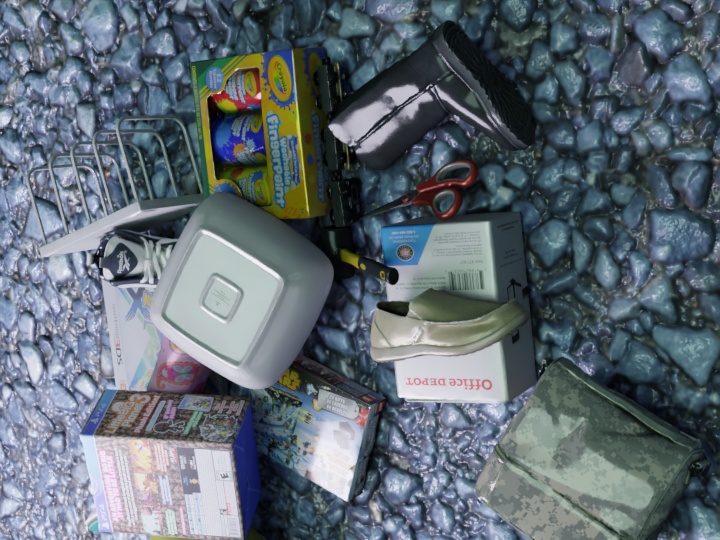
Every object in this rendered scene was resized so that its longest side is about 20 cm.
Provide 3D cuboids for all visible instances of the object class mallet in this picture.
[{"bbox_3d":[0.000,0.000,1.435,0.200,0.041,0.067,-142,47,-63],"label":"mallet"}]

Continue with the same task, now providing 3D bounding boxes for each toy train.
[{"bbox_3d":[-0.024,-0.154,1.475,0.034,0.046,0.203,1,101,42],"label":"toy train"}]

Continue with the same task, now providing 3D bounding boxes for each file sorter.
[{"bbox_3d":[-0.325,-0.112,1.631,0.199,0.138,0.126,-21,85,35],"label":"file sorter"}]

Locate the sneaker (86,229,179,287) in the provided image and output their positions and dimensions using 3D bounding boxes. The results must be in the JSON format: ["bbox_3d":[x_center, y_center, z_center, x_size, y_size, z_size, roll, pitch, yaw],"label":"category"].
[{"bbox_3d":[-0.269,-0.010,1.592,0.197,0.129,0.081,14,102,32],"label":"sneaker"}]

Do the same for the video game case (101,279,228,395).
[{"bbox_3d":[-0.272,0.088,1.702,0.198,0.022,0.185,-2,98,34],"label":"video game case"}]

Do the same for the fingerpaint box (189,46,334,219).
[{"bbox_3d":[-0.118,-0.165,1.519,0.165,0.073,0.203,1,100,34],"label":"fingerpaint box"}]

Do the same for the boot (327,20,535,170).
[{"bbox_3d":[0.077,-0.163,1.388,0.199,0.066,0.165,-33,99,39],"label":"boot"}]

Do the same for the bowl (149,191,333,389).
[{"bbox_3d":[-0.152,0.029,1.476,0.199,0.075,0.201,32,105,10],"label":"bowl"}]

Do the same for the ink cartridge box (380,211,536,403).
[{"bbox_3d":[0.111,0.041,1.395,0.145,0.084,0.203,-1,99,33],"label":"ink cartridge box"}]

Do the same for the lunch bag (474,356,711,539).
[{"bbox_3d":[0.246,0.206,1.302,0.199,0.139,0.169,34,117,23],"label":"lunch bag"}]

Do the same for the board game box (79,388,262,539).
[{"bbox_3d":[-0.237,0.248,1.575,0.197,0.097,0.161,3,121,9],"label":"board game box"}]

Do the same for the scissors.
[{"bbox_3d":[0.065,-0.090,1.428,0.199,0.014,0.074,1,67,58],"label":"scissors"}]

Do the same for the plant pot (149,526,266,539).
[{"bbox_3d":[-0.193,0.396,1.631,0.200,0.186,0.188,49,122,34],"label":"plant pot"}]

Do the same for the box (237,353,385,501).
[{"bbox_3d":[-0.070,0.186,1.573,0.199,0.040,0.138,25,113,28],"label":"box"}]

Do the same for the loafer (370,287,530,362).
[{"bbox_3d":[0.086,0.053,1.318,0.198,0.075,0.069,-13,98,34],"label":"loafer"}]

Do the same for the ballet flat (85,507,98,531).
[{"bbox_3d":[-0.317,0.312,1.757,0.199,0.069,0.070,-29,83,30],"label":"ballet flat"}]

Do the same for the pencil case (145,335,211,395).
[{"bbox_3d":[-0.233,0.124,1.615,0.087,0.087,0.201,38,122,22],"label":"pencil case"}]
